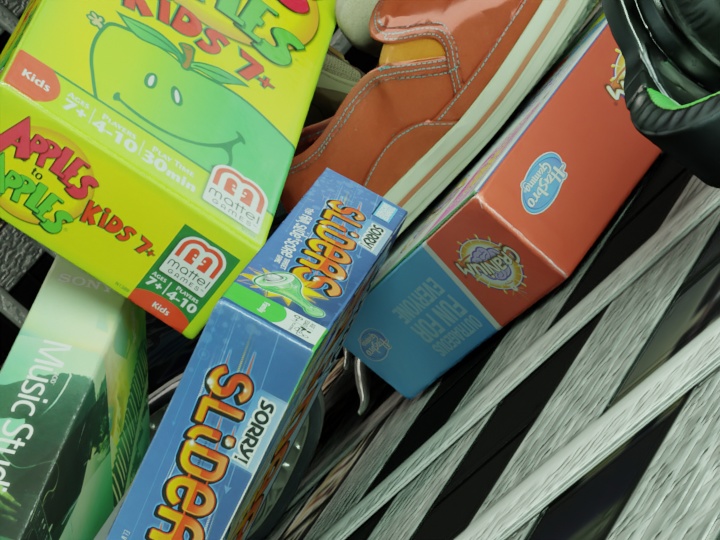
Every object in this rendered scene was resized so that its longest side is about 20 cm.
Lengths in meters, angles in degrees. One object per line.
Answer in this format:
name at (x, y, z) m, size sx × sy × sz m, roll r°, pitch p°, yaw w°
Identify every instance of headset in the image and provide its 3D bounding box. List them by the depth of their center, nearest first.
headset at (0.104, -0.104, 0.647) m, size 0.124 × 0.094 × 0.200 m, roll -48°, pitch 15°, yaw 25°

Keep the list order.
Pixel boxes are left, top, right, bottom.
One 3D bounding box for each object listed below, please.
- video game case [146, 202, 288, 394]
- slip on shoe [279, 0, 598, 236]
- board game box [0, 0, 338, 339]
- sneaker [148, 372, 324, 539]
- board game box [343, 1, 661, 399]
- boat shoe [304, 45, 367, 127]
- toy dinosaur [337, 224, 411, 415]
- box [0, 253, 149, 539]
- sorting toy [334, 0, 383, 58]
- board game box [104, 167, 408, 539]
video game case at (-0.044, 0.004, 1.138) m, size 0.199 × 0.026 × 0.181 m, roll -23°, pitch -19°, yaw -27°
slip on shoe at (0.034, -0.079, 0.902) m, size 0.200 × 0.061 × 0.074 m, roll -47°, pitch 2°, yaw 31°
board game box at (-0.069, -0.074, 0.907) m, size 0.048 × 0.101 × 0.201 m, roll -50°, pitch 14°, yaw 33°
sneaker at (-0.075, 0.085, 1.098) m, size 0.203 × 0.077 × 0.146 m, roll -50°, pitch 6°, yaw 25°
board game box at (0.081, -0.058, 0.905) m, size 0.200 × 0.040 × 0.153 m, roll -52°, pitch 3°, yaw -25°
boat shoe at (-0.034, -0.078, 1.094) m, size 0.072 × 0.072 × 0.200 m, roll -36°, pitch -18°, yaw 17°
toy dinosaur at (0.000, 0.000, 1.051) m, size 0.102 × 0.077 × 0.200 m, roll -35°, pitch 4°, yaw -13°
box at (-0.118, 0.113, 0.875) m, size 0.145 × 0.036 × 0.201 m, roll 93°, pitch -168°, yaw -50°
sorting toy at (0.090, -0.129, 1.016) m, size 0.184 × 0.037 × 0.200 m, roll -33°, pitch -10°, yaw 9°
board game box at (-0.053, 0.076, 0.848) m, size 0.201 × 0.034 × 0.135 m, roll -64°, pitch -3°, yaw 24°
